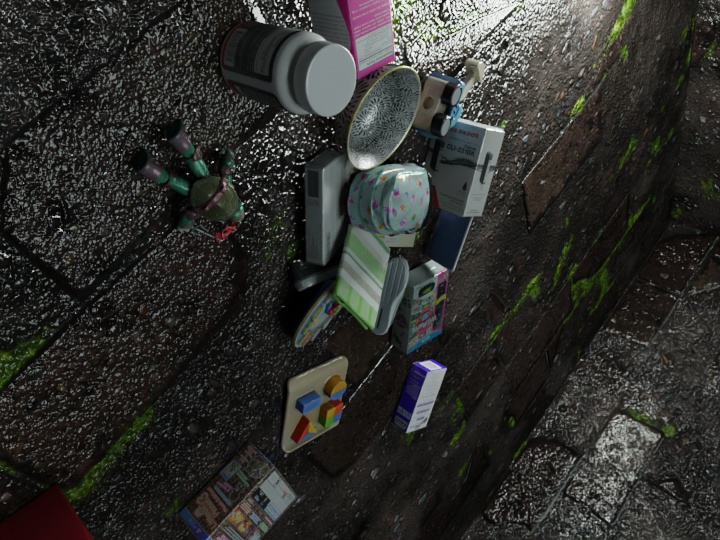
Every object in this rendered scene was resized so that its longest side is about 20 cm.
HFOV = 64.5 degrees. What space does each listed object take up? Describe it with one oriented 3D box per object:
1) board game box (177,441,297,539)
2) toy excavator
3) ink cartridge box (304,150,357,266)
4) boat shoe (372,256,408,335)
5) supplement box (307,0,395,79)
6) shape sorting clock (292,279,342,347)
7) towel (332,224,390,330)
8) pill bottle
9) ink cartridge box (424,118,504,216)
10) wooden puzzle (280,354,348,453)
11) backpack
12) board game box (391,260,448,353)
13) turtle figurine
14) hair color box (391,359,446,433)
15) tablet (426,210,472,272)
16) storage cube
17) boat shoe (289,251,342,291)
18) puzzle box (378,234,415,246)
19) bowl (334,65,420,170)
[{"bbox_3d":[-0.257,0.505,1.228,0.200,0.096,0.160,-43,139,-23],"label":"board game box"},{"bbox_3d":[0.192,-0.380,1.244,0.200,0.099,0.196,-7,119,-62],"label":"toy excavator"},{"bbox_3d":[-0.055,-0.137,1.127,0.174,0.043,0.202,-54,151,-55],"label":"ink cartridge box"},{"bbox_3d":[0.068,0.058,1.382,0.062,0.071,0.202,-32,143,-69],"label":"boat shoe"},{"bbox_3d":[-0.019,-0.435,0.938,0.103,0.101,0.201,-36,136,-31],"label":"supplement box"},{"bbox_3d":[-0.069,0.080,1.184,0.201,0.039,0.200,-52,168,-16],"label":"shape sorting clock"},{"bbox_3d":[0.000,0.000,1.156,0.149,0.030,0.202,47,46,-41],"label":"towel"},{"bbox_3d":[-0.107,-0.294,0.837,0.113,0.199,0.115,-28,131,-37],"label":"pill bottle"},{"bbox_3d":[0.227,-0.240,1.310,0.083,0.144,0.202,-7,116,-47],"label":"ink cartridge box"},{"bbox_3d":[-0.100,0.319,1.345,0.184,0.046,0.202,-19,125,-43],"label":"wooden puzzle"},{"bbox_3d":[0.062,-0.144,1.136,0.199,0.126,0.169,-13,103,-52],"label":"backpack"},{"bbox_3d":[0.155,0.094,1.484,0.147,0.064,0.202,-25,130,-39],"label":"board game box"},{"bbox_3d":[-0.238,-0.127,0.876,0.150,0.100,0.200,-55,137,-10],"label":"turtle figurine"},{"bbox_3d":[0.173,0.369,1.685,0.109,0.065,0.202,3,107,-51],"label":"hair color box"},{"bbox_3d":[0.228,-0.109,1.410,0.014,0.130,0.202,10,104,-28],"label":"tablet"},{"bbox_3d":[-0.484,0.483,0.880,0.170,0.179,0.202,-34,133,-32],"label":"storage cube"},{"bbox_3d":[-0.061,-0.014,1.177,0.199,0.068,0.057,-23,89,-44],"label":"boat shoe"},{"bbox_3d":[0.065,-0.121,1.280,0.199,0.025,0.134,-1,107,-49],"label":"puzzle box"},{"bbox_3d":[0.012,-0.296,1.049,0.201,0.094,0.202,-42,154,-25],"label":"bowl"}]
